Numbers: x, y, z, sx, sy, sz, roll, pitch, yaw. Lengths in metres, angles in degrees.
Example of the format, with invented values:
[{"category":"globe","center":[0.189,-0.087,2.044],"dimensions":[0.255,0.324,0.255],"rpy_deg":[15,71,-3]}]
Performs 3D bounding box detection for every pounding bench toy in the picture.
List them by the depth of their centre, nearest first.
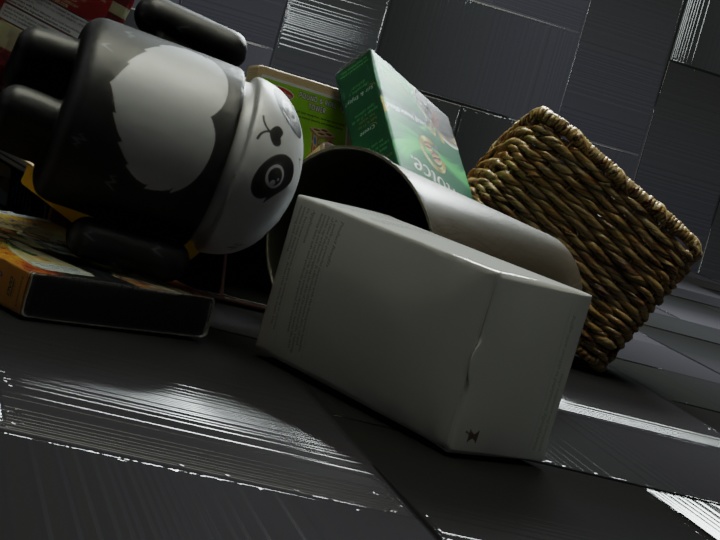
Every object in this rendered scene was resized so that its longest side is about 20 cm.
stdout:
[{"category":"pounding bench toy","center":[-0.127,-0.098,1.462],"dimensions":[0.155,0.126,0.199],"rpy_deg":[-1,-8,41]}]

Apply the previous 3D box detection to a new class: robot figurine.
[{"category":"robot figurine","center":[-0.134,-0.087,1.125],"dimensions":[0.198,0.151,0.125],"rpy_deg":[19,17,-15]}]

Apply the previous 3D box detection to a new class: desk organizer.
[{"category":"desk organizer","center":[-0.134,-0.024,1.322],"dimensions":[0.198,0.072,0.077],"rpy_deg":[14,8,-20]}]

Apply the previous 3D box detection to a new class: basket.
[{"category":"basket","center":[0.057,0.006,1.268],"dimensions":[0.199,0.137,0.180],"rpy_deg":[16,20,-45]},{"category":"basket","center":[0.181,-0.033,1.562],"dimensions":[0.200,0.149,0.143],"rpy_deg":[39,5,-4]}]

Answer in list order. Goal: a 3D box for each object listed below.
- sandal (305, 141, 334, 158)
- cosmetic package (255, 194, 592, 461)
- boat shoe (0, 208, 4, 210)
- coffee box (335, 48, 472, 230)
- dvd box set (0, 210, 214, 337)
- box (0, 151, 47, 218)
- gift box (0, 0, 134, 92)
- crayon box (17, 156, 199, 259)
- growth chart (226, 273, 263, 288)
[{"category":"sandal","center":[0.003,0.001,1.410],"dimensions":[0.213,0.069,0.077],"rpy_deg":[58,19,21]},{"category":"cosmetic package","center":[0.032,0.032,1.064],"dimensions":[0.084,0.109,0.199],"rpy_deg":[12,9,-41]},{"category":"boat shoe","center":[-0.285,-0.085,1.455],"dimensions":[0.199,0.075,0.076],"rpy_deg":[12,7,-32]},{"category":"coffee box","center":[0.046,-0.073,1.436],"dimensions":[0.123,0.044,0.201],"rpy_deg":[36,31,-42]},{"category":"dvd box set","center":[-0.208,-0.005,1.130],"dimensions":[0.146,0.030,0.199],"rpy_deg":[10,9,-45]},{"category":"box","center":[-0.290,-0.126,1.393],"dimensions":[0.199,0.117,0.060],"rpy_deg":[30,-38,3]},{"category":"gift box","center":[-0.261,-0.212,1.288],"dimensions":[0.184,0.201,0.187],"rpy_deg":[31,-5,-13]},{"category":"crayon box","center":[-0.148,-0.070,1.244],"dimensions":[0.125,0.052,0.200],"rpy_deg":[37,38,8]},{"category":"growth chart","center":[-0.136,-0.013,1.471],"dimensions":[0.143,0.018,0.200],"rpy_deg":[16,6,-8]}]
